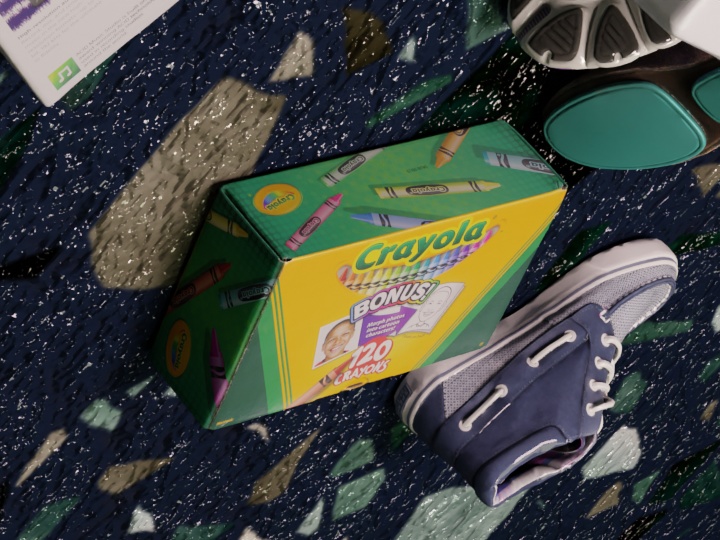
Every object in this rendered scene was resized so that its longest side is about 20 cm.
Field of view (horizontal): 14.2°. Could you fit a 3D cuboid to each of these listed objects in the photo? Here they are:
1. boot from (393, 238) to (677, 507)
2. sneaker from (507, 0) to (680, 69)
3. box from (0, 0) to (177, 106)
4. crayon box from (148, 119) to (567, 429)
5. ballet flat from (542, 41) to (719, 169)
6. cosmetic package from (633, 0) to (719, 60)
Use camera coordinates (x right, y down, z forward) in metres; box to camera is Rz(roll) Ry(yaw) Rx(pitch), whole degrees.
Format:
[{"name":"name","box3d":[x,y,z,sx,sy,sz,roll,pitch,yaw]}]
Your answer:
[{"name":"boot","box3d":[0.123,0.062,1.674,0.200,0.090,0.073,-30,150,-20]},{"name":"sneaker","box3d":[0.163,-0.147,1.449,0.200,0.081,0.083,-27,162,-19]},{"name":"box","box3d":[-0.108,-0.162,1.123,0.144,0.036,0.200,-39,154,-5]},{"name":"crayon box","box3d":[0.000,0.000,1.464,0.200,0.058,0.119,-15,143,-40]},{"name":"ballet flat","box3d":[0.179,-0.099,1.480,0.068,0.200,0.067,51,53,-24]},{"name":"cosmetic package","box3d":[0.183,-0.209,1.284,0.200,0.165,0.165,-50,151,14]}]
